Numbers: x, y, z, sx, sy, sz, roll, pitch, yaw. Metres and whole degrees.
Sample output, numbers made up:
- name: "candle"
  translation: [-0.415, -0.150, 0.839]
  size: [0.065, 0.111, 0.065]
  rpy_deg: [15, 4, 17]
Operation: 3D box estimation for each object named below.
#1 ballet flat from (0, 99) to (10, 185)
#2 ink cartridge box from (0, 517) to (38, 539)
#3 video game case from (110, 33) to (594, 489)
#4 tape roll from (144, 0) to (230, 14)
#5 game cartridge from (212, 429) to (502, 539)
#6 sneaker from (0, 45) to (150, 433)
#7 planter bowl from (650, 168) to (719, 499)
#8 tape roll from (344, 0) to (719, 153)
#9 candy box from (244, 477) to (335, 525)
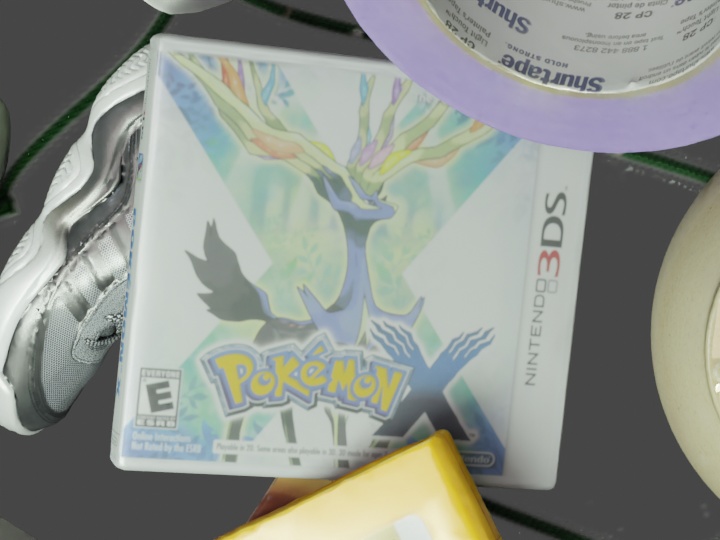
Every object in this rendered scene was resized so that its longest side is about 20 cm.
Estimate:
- name: "ballet flat"
  translation: [-0.223, 0.003, 0.922]
  size: [0.200, 0.067, 0.064]
  rpy_deg: [-52, 46, 18]
- name: "ink cartridge box"
  translation: [-0.138, 0.231, 0.895]
  size: [0.200, 0.084, 0.146]
  rpy_deg: [27, 101, 16]
- name: "video game case"
  translation: [0.000, 0.000, 0.813]
  size: [0.200, 0.022, 0.182]
  rpy_deg: [5, 94, -16]
- name: "tape roll"
  translation: [-0.042, -0.204, 0.783]
  size: [0.071, 0.202, 0.202]
  rpy_deg: [45, 105, 12]
- name: "game cartridge"
  translation: [0.001, 0.193, 0.796]
  size: [0.176, 0.032, 0.200]
  rpy_deg: [-27, 86, 7]
- name: "sneaker"
  translation: [-0.092, 0.003, 0.865]
  size: [0.114, 0.075, 0.200]
  rpy_deg: [30, 99, 19]
- name: "planter bowl"
  translation: [0.204, 0.028, 0.742]
  size: [0.200, 0.135, 0.200]
  rpy_deg: [1, 92, 19]
- name: "tape roll"
  translation: [0.091, -0.145, 0.739]
  size: [0.200, 0.200, 0.085]
  rpy_deg: [5, 50, 19]
- name: "candy box"
  translation: [0.029, 0.176, 0.850]
  size: [0.200, 0.056, 0.117]
  rpy_deg: [38, 103, 15]
